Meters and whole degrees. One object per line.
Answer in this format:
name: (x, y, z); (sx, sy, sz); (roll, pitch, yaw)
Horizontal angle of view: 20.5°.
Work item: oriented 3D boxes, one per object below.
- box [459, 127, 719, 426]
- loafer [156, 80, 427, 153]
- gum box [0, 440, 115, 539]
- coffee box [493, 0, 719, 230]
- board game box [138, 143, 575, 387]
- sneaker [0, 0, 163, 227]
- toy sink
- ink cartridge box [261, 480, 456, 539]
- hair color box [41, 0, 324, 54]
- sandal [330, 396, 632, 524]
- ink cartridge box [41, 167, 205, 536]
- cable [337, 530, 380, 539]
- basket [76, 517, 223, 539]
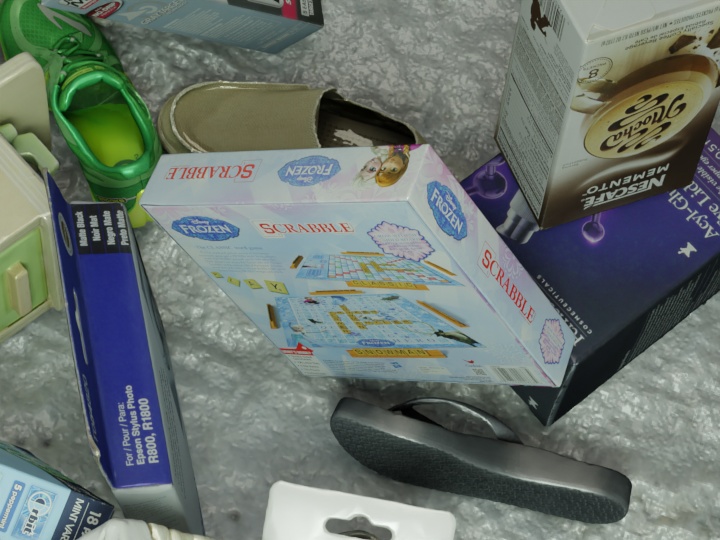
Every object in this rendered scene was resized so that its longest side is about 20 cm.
box: (0.154, -0.020, 1.327); (0.200, 0.104, 0.148); (-37, 72, -21)
loafer: (-0.041, -0.095, 1.367); (0.199, 0.068, 0.076); (10, 63, 0)
gum box: (-0.262, 0.105, 1.146); (0.199, 0.170, 0.045); (24, 85, -27)
coffee box: (0.155, -0.121, 1.207); (0.113, 0.200, 0.080); (-18, 62, -13)
board game box: (0.000, 0.000, 1.206); (0.199, 0.200, 0.041); (1, 57, 35)
sneaker: (-0.184, -0.124, 1.359); (0.074, 0.084, 0.200); (-27, 66, -18)
toy sink: (-0.253, -0.020, 1.276); (0.200, 0.130, 0.112); (-37, 72, -22)
ink cartridge box: (-0.015, 0.230, 1.165); (0.115, 0.068, 0.201); (11, 86, 0)
hair color box: (-0.122, -0.219, 1.362); (0.199, 0.061, 0.099); (7, 70, -40)
sandal: (0.076, 0.116, 1.272); (0.199, 0.076, 0.043); (17, 64, -8)
ink cartridge box: (-0.137, 0.065, 1.193); (0.040, 0.200, 0.200); (-14, 60, -1)
cable: (-0.053, 0.204, 1.222); (0.199, 0.050, 0.098); (0, 69, -6)
basket: (-0.106, 0.252, 1.075); (0.123, 0.135, 0.201); (15, 48, -46)
